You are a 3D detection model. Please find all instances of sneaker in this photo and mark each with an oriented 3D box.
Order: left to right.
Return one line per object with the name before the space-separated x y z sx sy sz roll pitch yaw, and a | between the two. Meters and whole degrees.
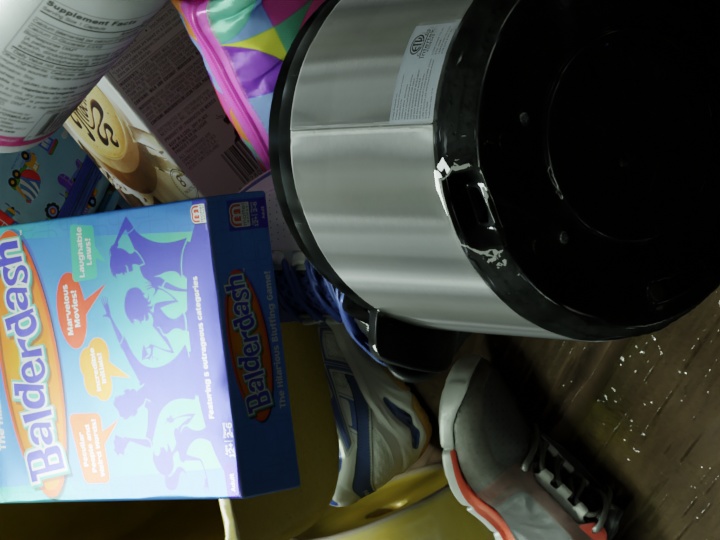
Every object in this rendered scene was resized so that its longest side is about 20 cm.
sneaker | -0.044 0.057 1.639 0.200 0.088 0.075 51 160 -1
sneaker | 0.001 0.000 1.317 0.199 0.115 0.081 -13 124 29
sneaker | 0.112 0.126 1.519 0.082 0.077 0.200 -7 127 31

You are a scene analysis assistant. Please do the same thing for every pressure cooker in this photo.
pressure cooker | 0.058 -0.060 1.146 0.200 0.176 0.179 1 126 56

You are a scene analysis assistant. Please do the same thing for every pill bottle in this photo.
pill bottle | -0.154 -0.157 1.320 0.113 0.113 0.200 48 133 1

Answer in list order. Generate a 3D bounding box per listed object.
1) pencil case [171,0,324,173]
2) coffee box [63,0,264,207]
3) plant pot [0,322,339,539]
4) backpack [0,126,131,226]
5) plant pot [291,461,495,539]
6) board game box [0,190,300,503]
pencil case | -0.031 -0.090 1.381 0.088 0.088 0.200 20 143 50
coffee box | -0.133 -0.118 1.526 0.200 0.080 0.113 50 158 -4
plant pot | -0.116 0.074 1.534 0.194 0.200 0.196 -11 89 29
backpack | -0.206 -0.041 1.671 0.200 0.183 0.135 42 144 -20
plant pot | 0.046 0.229 1.640 0.201 0.201 0.189 -9 104 64
board game box | -0.123 0.044 1.369 0.200 0.045 0.152 -7 91 45
